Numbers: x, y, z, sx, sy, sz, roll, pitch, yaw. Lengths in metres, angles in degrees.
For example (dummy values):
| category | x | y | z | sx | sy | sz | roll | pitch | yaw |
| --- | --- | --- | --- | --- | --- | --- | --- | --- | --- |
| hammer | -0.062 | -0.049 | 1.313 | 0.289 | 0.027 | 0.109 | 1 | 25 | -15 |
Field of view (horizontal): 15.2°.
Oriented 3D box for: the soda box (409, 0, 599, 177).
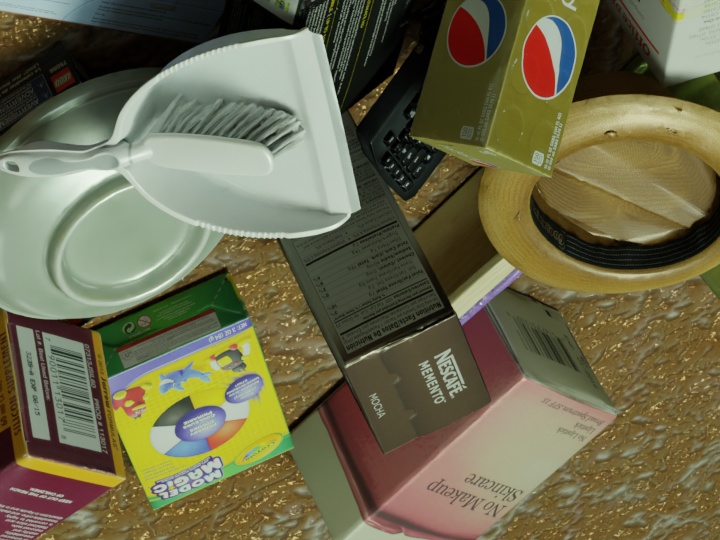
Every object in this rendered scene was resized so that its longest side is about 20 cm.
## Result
| category | x | y | z | sx | sy | sz | roll | pitch | yaw |
| --- | --- | --- | --- | --- | --- | --- | --- | --- | --- |
| soda box | 0.097 | -0.162 | 1.601 | 0.068 | 0.064 | 0.201 | 20 | 83 | -46 |

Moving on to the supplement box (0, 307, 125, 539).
| category | x | y | z | sx | sy | sz | roll | pitch | yaw |
| --- | --- | --- | --- | --- | --- | --- | --- | --- | --- |
| supplement box | -0.254 | 0.122 | 1.739 | 0.200 | 0.111 | 0.085 | -34 | 145 | 33 |

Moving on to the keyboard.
| category | x | y | z | sx | sy | sz | roll | pitch | yaw |
| --- | --- | --- | --- | --- | --- | --- | --- | --- | --- |
| keyboard | 0.072 | -0.139 | 1.655 | 0.201 | 0.040 | 0.104 | -55 | 138 | -8 |

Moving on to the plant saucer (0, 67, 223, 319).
| category | x | y | z | sx | sy | sz | roll | pitch | yaw |
| --- | --- | --- | --- | --- | --- | --- | --- | --- | --- |
| plant saucer | -0.147 | -0.032 | 1.637 | 0.199 | 0.050 | 0.201 | -21 | 143 | -16 |

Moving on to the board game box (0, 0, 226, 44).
| category | x | y | z | sx | sy | sz | roll | pitch | yaw |
| --- | --- | --- | --- | --- | --- | --- | --- | --- | --- |
| board game box | -0.151 | -0.185 | 1.541 | 0.199 | 0.020 | 0.103 | 6 | 134 | -38 |

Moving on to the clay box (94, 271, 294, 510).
| category | x | y | z | sx | sy | sz | roll | pitch | yaw |
| --- | --- | --- | --- | --- | --- | --- | --- | --- | --- |
| clay box | -0.116 | 0.094 | 1.886 | 0.114 | 0.048 | 0.200 | -24 | 144 | -5 |

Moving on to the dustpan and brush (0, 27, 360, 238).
| category | x | y | z | sx | sy | sz | roll | pitch | yaw |
| --- | --- | --- | --- | --- | --- | --- | --- | --- | --- |
| dustpan and brush | -0.111 | -0.072 | 1.542 | 0.199 | 0.057 | 0.140 | 4 | 131 | 20 |

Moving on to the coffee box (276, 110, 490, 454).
| category | x | y | z | sx | sy | sz | roll | pitch | yaw |
| --- | --- | --- | --- | --- | --- | --- | --- | --- | --- |
| coffee box | 0.000 | 0.000 | 1.714 | 0.079 | 0.201 | 0.113 | -26 | 145 | -2 |

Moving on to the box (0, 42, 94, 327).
| category | x | y | z | sx | sy | sz | roll | pitch | yaw |
| --- | --- | --- | --- | --- | --- | --- | --- | --- | --- |
| box | -0.190 | -0.042 | 1.673 | 0.136 | 0.040 | 0.200 | -32 | 145 | 6 |

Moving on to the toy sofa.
| category | x | y | z | sx | sy | sz | roll | pitch | yaw |
| --- | --- | --- | --- | --- | --- | --- | --- | --- | --- |
| toy sofa | 0.071 | 0.001 | 1.864 | 0.200 | 0.083 | 0.097 | -42 | 141 | 19 |

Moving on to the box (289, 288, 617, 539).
| category | x | y | z | sx | sy | sz | roll | pitch | yaw |
| --- | --- | --- | --- | --- | --- | --- | --- | --- | --- |
| box | 0.066 | 0.115 | 1.979 | 0.200 | 0.109 | 0.128 | -44 | 142 | 20 |

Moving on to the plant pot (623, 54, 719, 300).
| category | x | y | z | sx | sy | sz | roll | pitch | yaw |
| --- | --- | --- | --- | --- | --- | --- | --- | --- | --- |
| plant pot | 0.284 | -0.054 | 1.850 | 0.199 | 0.185 | 0.201 | -18 | 143 | -14 |

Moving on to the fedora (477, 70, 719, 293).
| category | x | y | z | sx | sy | sz | roll | pitch | yaw |
| --- | --- | --- | --- | --- | --- | --- | --- | --- | --- |
| fedora | 0.169 | -0.068 | 1.737 | 0.199 | 0.082 | 0.201 | -3 | 141 | -2 |

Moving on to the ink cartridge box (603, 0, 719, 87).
| category | x | y | z | sx | sy | sz | roll | pitch | yaw |
| --- | --- | --- | --- | --- | --- | --- | --- | --- | --- |
| ink cartridge box | 0.198 | -0.199 | 1.671 | 0.067 | 0.115 | 0.201 | -17 | 143 | -16 |

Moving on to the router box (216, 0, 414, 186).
| category | x | y | z | sx | sy | sz | roll | pitch | yaw |
| --- | --- | --- | --- | --- | --- | --- | --- | --- | --- |
| router box | -0.020 | -0.164 | 1.572 | 0.149 | 0.051 | 0.201 | -40 | 158 | -40 |
